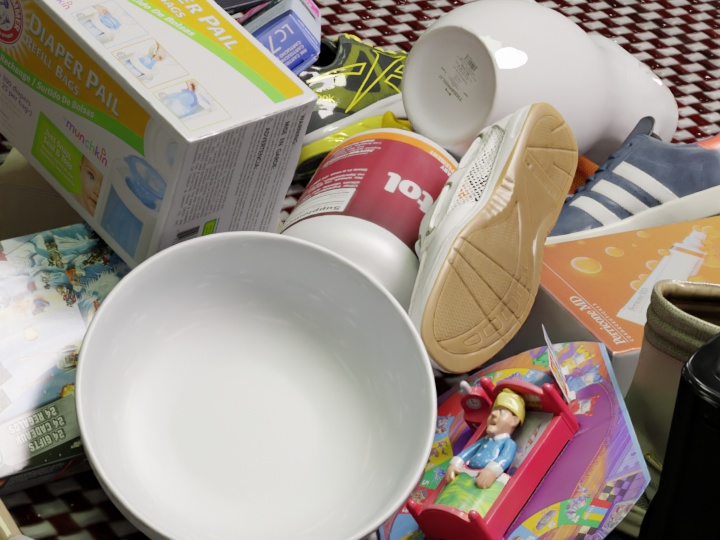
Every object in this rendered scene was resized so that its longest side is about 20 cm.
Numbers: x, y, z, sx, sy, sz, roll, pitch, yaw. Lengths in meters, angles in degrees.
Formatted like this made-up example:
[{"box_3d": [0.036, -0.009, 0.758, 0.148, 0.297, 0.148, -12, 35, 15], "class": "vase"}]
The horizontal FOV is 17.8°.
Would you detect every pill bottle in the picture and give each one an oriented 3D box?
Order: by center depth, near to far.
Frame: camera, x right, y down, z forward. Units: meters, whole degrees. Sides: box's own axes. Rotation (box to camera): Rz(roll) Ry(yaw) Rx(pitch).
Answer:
[{"box_3d": [0.000, 0.000, 1.438, 0.113, 0.113, 0.200, 14, 31, 8], "class": "pill bottle"}]

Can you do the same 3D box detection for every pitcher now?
[{"box_3d": [0.104, -0.138, 1.578, 0.200, 0.121, 0.172, -1, 44, -51], "class": "pitcher"}]

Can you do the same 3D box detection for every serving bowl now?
[{"box_3d": [-0.061, 0.081, 1.284, 0.199, 0.066, 0.201, 4, 62, -8], "class": "serving bowl"}]

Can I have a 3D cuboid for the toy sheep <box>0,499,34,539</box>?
[{"box_3d": [-0.183, 0.178, 1.070, 0.200, 0.138, 0.138, -26, 43, -22], "class": "toy sheep"}]

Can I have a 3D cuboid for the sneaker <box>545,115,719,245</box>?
[{"box_3d": [0.174, -0.052, 1.541, 0.199, 0.075, 0.085, -16, 73, 8], "class": "sneaker"}]

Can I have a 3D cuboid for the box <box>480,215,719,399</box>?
[{"box_3d": [0.194, 0.044, 1.431, 0.199, 0.098, 0.124, -10, 35, -29], "class": "box"}]

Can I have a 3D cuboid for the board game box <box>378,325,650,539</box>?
[{"box_3d": [0.070, 0.100, 1.272, 0.158, 0.039, 0.200, -28, 30, 11], "class": "board game box"}]

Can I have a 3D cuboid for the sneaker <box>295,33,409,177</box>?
[{"box_3d": [0.006, -0.141, 1.683, 0.074, 0.085, 0.200, -25, 6, 41], "class": "sneaker"}]

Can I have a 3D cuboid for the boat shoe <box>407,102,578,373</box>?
[{"box_3d": [0.067, -0.015, 1.373, 0.069, 0.071, 0.200, -12, 37, 42], "class": "boat shoe"}]

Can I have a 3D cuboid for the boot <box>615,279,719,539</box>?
[{"box_3d": [0.237, 0.095, 1.294, 0.199, 0.155, 0.072, 18, 27, 3], "class": "boot"}]

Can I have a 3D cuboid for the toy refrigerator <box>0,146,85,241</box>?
[{"box_3d": [-0.193, -0.068, 1.538, 0.070, 0.076, 0.200, 11, 31, 3], "class": "toy refrigerator"}]

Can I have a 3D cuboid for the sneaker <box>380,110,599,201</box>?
[{"box_3d": [0.104, -0.087, 1.652, 0.199, 0.077, 0.073, -7, 32, -28], "class": "sneaker"}]

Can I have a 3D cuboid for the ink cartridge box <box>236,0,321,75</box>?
[{"box_3d": [-0.084, -0.143, 1.618, 0.119, 0.042, 0.200, -36, 15, 9], "class": "ink cartridge box"}]

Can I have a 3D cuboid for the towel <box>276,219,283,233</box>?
[{"box_3d": [-0.120, -0.047, 1.464, 0.200, 0.034, 0.133, 48, 32, -4], "class": "towel"}]

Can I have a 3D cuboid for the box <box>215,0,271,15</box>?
[{"box_3d": [-0.181, -0.214, 1.658, 0.200, 0.115, 0.132, -14, 6, 42], "class": "box"}]

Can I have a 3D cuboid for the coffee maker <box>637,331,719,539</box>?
[{"box_3d": [0.208, 0.143, 1.164, 0.134, 0.201, 0.192, 13, 30, 8], "class": "coffee maker"}]

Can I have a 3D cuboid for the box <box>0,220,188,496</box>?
[{"box_3d": [-0.163, 0.044, 1.326, 0.199, 0.040, 0.137, -14, 71, -35], "class": "box"}]

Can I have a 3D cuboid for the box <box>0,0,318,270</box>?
[{"box_3d": [-0.136, -0.107, 1.355, 0.101, 0.113, 0.200, -22, 54, -40], "class": "box"}]
